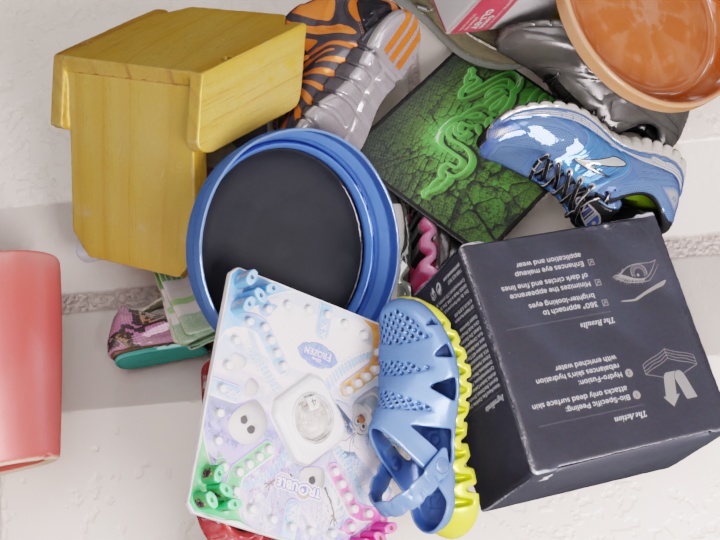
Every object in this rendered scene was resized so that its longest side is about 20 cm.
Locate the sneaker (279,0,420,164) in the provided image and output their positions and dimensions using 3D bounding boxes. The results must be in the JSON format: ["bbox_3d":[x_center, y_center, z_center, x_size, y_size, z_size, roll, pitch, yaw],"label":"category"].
[{"bbox_3d":[-0.040,-0.161,1.609,0.112,0.078,0.200,28,73,36],"label":"sneaker"}]

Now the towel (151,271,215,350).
[{"bbox_3d":[-0.125,-0.031,1.636,0.152,0.023,0.201,-25,51,-3],"label":"towel"}]

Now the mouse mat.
[{"bbox_3d":[0.104,-0.115,1.637,0.160,0.008,0.200,36,56,14],"label":"mouse mat"}]

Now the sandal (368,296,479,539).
[{"bbox_3d":[0.042,0.121,1.471,0.087,0.079,0.202,-4,83,-40],"label":"sandal"}]

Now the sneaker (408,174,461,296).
[{"bbox_3d":[0.091,0.011,1.619,0.094,0.079,0.202,-1,74,-15],"label":"sneaker"}]

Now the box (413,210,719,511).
[{"bbox_3d":[0.174,0.076,1.522,0.195,0.117,0.202,-9,71,-25],"label":"box"}]

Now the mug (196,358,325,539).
[{"bbox_3d":[-0.074,0.167,1.535,0.132,0.178,0.202,-6,69,-3],"label":"mug"}]

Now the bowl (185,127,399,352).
[{"bbox_3d":[-0.058,-0.018,1.517,0.199,0.039,0.203,-1,92,-35],"label":"bowl"}]

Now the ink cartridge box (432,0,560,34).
[{"bbox_3d":[0.150,-0.302,1.641,0.199,0.083,0.146,-11,70,-32],"label":"ink cartridge box"}]

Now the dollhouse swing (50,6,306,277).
[{"bbox_3d":[-0.153,-0.116,1.596,0.199,0.177,0.181,11,31,42],"label":"dollhouse swing"}]

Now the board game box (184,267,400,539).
[{"bbox_3d":[-0.038,0.120,1.472,0.026,0.199,0.202,-14,61,50],"label":"board game box"}]

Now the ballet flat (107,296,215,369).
[{"bbox_3d":[-0.131,0.047,1.629,0.198,0.069,0.072,-4,71,10],"label":"ballet flat"}]

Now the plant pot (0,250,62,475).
[{"bbox_3d":[-0.345,0.090,1.583,0.199,0.200,0.179,-12,82,2],"label":"plant pot"}]

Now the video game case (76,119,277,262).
[{"bbox_3d":[-0.167,-0.111,1.652,0.198,0.023,0.184,-13,61,20],"label":"video game case"}]

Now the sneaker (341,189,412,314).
[{"bbox_3d":[0.000,0.000,1.614,0.088,0.074,0.202,-1,73,-9],"label":"sneaker"}]

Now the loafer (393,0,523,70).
[{"bbox_3d":[0.088,-0.257,1.680,0.199,0.070,0.075,32,66,13],"label":"loafer"}]

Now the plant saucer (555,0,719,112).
[{"bbox_3d":[0.253,-0.233,1.597,0.199,0.032,0.202,9,69,-26],"label":"plant saucer"}]

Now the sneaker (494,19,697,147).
[{"bbox_3d":[0.210,-0.165,1.626,0.198,0.076,0.092,19,85,-10],"label":"sneaker"}]

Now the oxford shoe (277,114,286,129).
[{"bbox_3d":[-0.060,-0.160,1.678,0.075,0.058,0.201,30,74,24],"label":"oxford shoe"}]

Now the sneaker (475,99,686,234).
[{"bbox_3d":[0.195,-0.084,1.587,0.198,0.079,0.090,16,58,-14],"label":"sneaker"}]
